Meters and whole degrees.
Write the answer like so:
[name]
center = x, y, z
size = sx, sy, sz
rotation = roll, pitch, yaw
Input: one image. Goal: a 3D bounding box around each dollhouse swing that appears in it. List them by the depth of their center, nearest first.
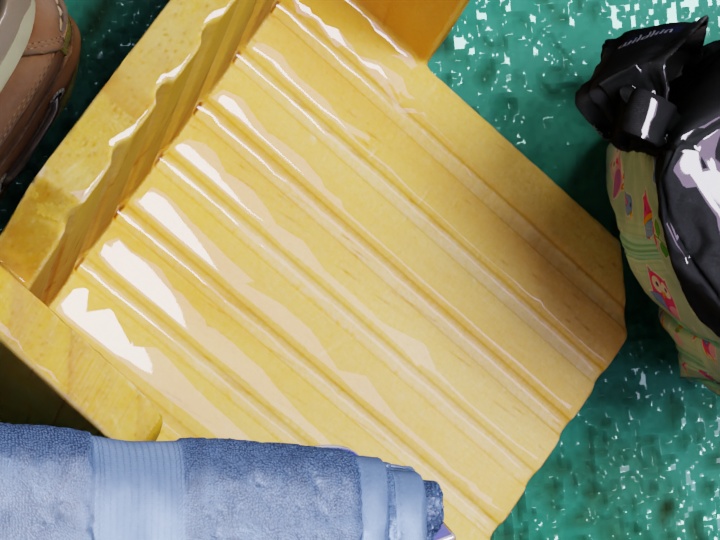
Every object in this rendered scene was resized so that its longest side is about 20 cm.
[dollhouse swing]
center = 0.000, 0.000, 0.829
size = 0.175, 0.182, 0.200
rotation = 37, 72, -1

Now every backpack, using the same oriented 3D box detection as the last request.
[backpack]
center = 0.148, -0.025, 0.882
size = 0.166, 0.200, 0.127
rotation = -12, 93, -6

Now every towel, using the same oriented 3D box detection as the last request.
[towel]
center = -0.073, 0.097, 0.717
size = 0.199, 0.049, 0.112
rotation = 6, 70, -21

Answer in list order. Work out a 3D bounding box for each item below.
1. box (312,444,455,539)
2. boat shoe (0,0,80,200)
[box]
center = -0.031, 0.146, 0.820
size = 0.118, 0.041, 0.201
rotation = -18, 130, -23
[boat shoe]
center = -0.150, -0.003, 0.796
size = 0.200, 0.072, 0.068
rotation = -50, 151, 0
